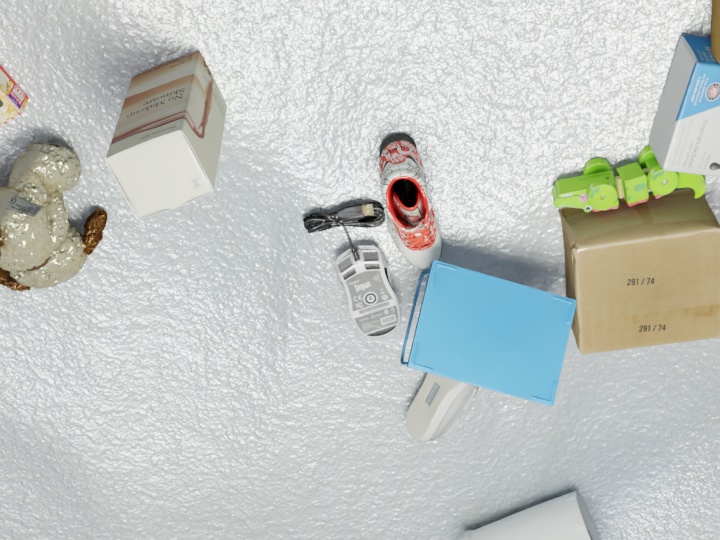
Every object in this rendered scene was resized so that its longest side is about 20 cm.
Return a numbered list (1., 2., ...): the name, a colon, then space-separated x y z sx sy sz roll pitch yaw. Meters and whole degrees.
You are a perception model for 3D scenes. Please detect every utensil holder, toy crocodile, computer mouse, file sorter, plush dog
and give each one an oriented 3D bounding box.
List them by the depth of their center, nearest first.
1. plush dog: -0.416 -0.041 1.453 0.197 0.163 0.172 -22 145 12
2. toy crocodile: 0.343 -0.110 1.468 0.196 0.068 0.063 -13 124 6
3. file sorter: 0.162 0.086 1.522 0.196 0.123 0.141 15 83 -7
4. computer mouse: 0.000 0.000 1.545 0.108 0.044 0.203 -16 117 3
5. utensil holder: 0.275 0.454 1.780 0.197 0.171 0.171 -25 121 12

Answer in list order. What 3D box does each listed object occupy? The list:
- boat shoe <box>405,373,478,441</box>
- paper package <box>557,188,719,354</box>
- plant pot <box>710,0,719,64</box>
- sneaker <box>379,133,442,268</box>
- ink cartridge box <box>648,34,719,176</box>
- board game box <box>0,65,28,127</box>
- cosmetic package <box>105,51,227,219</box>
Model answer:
1. boat shoe: 0.139 0.166 1.648 0.068 0.072 0.202 7 116 -41
2. paper package: 0.372 0.004 1.523 0.196 0.104 0.193 -9 125 3
3. plant pot: 0.470 -0.320 1.278 0.183 0.188 0.202 6 132 -6
4. sneaker: 0.065 -0.062 1.464 0.066 0.109 0.204 -11 124 5
5. ink cartridge box: 0.474 -0.194 1.407 0.196 0.086 0.149 6 123 -5
6. board game box: -0.521 -0.234 1.365 0.150 0.047 0.201 -28 120 15
7. cosmetic package: -0.222 -0.161 1.332 0.102 0.201 0.088 -19 124 10
